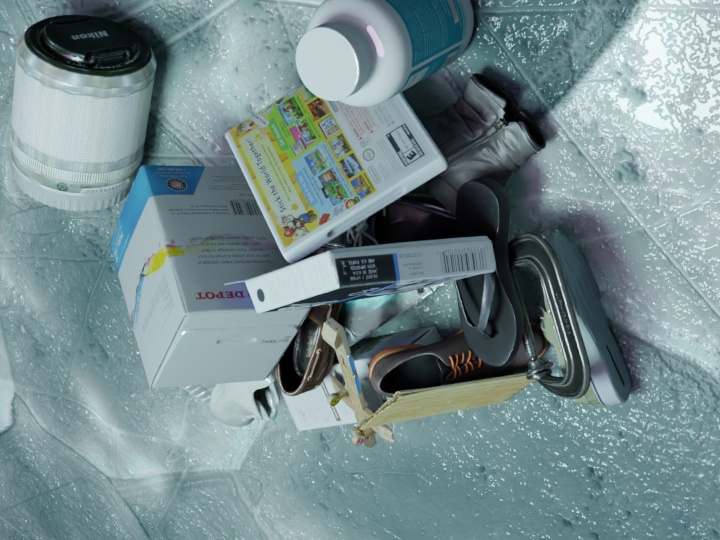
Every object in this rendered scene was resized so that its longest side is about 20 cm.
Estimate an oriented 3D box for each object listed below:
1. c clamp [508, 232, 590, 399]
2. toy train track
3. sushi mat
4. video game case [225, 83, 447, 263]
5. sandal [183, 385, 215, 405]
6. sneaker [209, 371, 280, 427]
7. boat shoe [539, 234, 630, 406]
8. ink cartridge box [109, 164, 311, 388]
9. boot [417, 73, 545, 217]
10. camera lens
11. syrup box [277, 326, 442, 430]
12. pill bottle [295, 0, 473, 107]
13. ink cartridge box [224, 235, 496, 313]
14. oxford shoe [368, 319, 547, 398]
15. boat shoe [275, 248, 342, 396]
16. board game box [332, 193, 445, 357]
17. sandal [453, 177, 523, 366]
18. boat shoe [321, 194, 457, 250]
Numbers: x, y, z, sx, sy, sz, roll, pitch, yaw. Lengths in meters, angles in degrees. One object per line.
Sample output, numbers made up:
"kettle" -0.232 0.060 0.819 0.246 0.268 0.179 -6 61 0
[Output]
"c clamp" 0.178 0.040 1.274 0.171 0.027 0.200 -33 74 66
"toy train track" -0.017 0.133 1.363 0.115 0.033 0.200 38 154 40
"sushi mat" 0.099 0.137 1.332 0.096 0.200 0.012 -42 60 51
"video game case" -0.030 -0.122 1.251 0.023 0.182 0.200 54 -174 -50
"sandal" -0.211 0.110 1.574 0.203 0.082 0.050 69 177 -51
"sneaker" -0.136 0.162 1.546 0.088 0.075 0.200 41 156 18
"boat shoe" 0.220 0.059 1.290 0.062 0.072 0.200 -14 107 31
"ink cartridge box" -0.170 0.006 1.361 0.146 0.147 0.200 -57 44 44
"boot" 0.089 -0.157 1.284 0.200 0.070 0.132 38 122 5
"camera lens" -0.334 -0.192 1.478 0.160 0.160 0.200 29 126 19
"syrup box" 0.006 0.130 1.466 0.200 0.079 0.081 -13 104 38
"pill bottle" 0.021 -0.225 1.195 0.111 0.200 0.111 15 120 27
"ink cartridge box" -0.003 0.007 1.238 0.200 0.198 0.043 -14 84 54
"oxford shoe" 0.109 0.103 1.337 0.200 0.073 0.071 -17 98 1
"boat shoe" -0.059 0.045 1.389 0.070 0.070 0.200 9 107 25
"board game box" 0.000 0.000 1.408 0.200 0.028 0.135 -35 92 26
"sandal" 0.120 0.005 1.265 0.076 0.043 0.200 9 114 44
"boat shoe" 0.019 -0.048 1.323 0.200 0.062 0.075 5 102 5
